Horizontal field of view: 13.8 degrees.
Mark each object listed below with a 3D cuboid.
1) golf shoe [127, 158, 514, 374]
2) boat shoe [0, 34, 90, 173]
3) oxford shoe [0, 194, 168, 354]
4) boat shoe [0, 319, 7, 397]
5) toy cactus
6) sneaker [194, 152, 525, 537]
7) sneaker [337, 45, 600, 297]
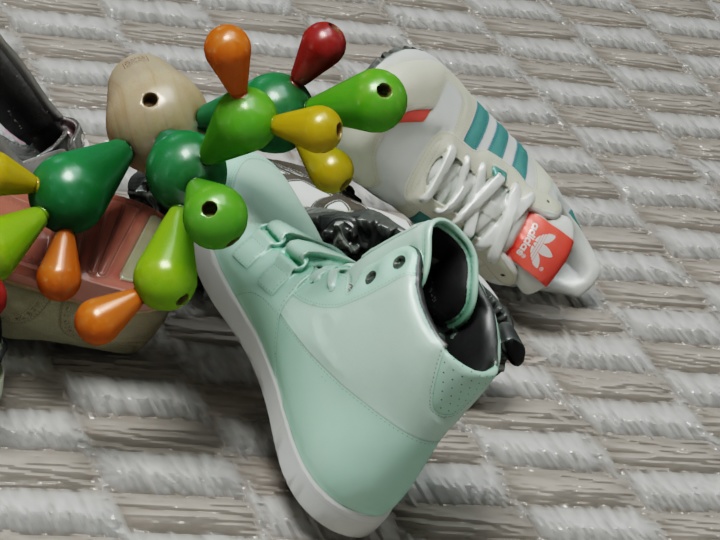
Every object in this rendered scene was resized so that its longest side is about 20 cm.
[{"bbox_3d":[-0.009,-0.011,1.388,0.199,0.078,0.094,24,26,17],"label":"golf shoe"},{"bbox_3d":[-0.166,-0.071,1.347,0.200,0.057,0.067,46,29,-7],"label":"boat shoe"},{"bbox_3d":[-0.178,-0.005,1.293,0.199,0.074,0.071,18,47,-5],"label":"oxford shoe"},{"bbox_3d":[-0.220,0.036,1.187,0.199,0.066,0.074,-11,36,-42],"label":"boat shoe"},{"bbox_3d":[-0.085,-0.055,1.247,0.199,0.103,0.165,-32,27,0],"label":"toy cactus"},{"bbox_3d":[0.000,0.000,1.259,0.074,0.118,0.201,16,38,-41],"label":"sneaker"},{"bbox_3d":[0.058,-0.039,1.422,0.093,0.070,0.200,38,1,30],"label":"sneaker"}]
